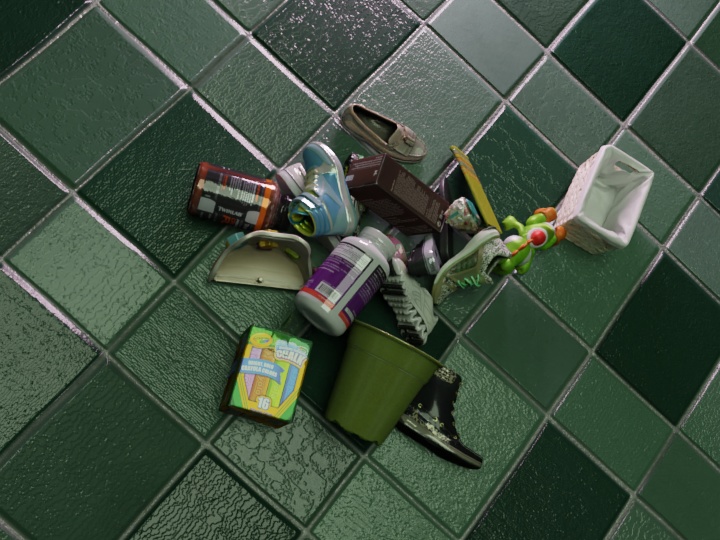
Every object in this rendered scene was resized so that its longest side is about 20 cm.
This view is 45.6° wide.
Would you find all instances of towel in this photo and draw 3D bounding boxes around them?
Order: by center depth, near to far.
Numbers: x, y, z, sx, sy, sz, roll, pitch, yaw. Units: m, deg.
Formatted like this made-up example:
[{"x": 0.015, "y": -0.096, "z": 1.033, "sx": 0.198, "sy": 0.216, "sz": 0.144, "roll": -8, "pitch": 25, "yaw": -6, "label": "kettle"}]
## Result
[{"x": 0.240, "y": -0.168, "z": 1.797, "sx": 0.018, "sy": 0.086, "sz": 0.200, "roll": -30, "pitch": 65, "yaw": 21, "label": "towel"}]

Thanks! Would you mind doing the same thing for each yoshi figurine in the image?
[{"x": 0.340, "y": -0.053, "z": 1.823, "sx": 0.112, "sy": 0.112, "sz": 0.200, "roll": 32, "pitch": 49, "yaw": 33, "label": "yoshi figurine"}]

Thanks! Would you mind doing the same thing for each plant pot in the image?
[{"x": 0.026, "y": 0.219, "z": 1.614, "sx": 0.200, "sy": 0.200, "sz": 0.190, "roll": 28, "pitch": 83, "yaw": -8, "label": "plant pot"}]

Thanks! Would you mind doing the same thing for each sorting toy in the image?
[{"x": -0.173, "y": -0.034, "z": 1.606, "sx": 0.199, "sy": 0.180, "sz": 0.107, "roll": 7, "pitch": 75, "yaw": -15, "label": "sorting toy"}]

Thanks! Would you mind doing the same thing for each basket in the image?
[{"x": 0.529, "y": -0.149, "z": 1.875, "sx": 0.135, "sy": 0.123, "sz": 0.200, "roll": 30, "pitch": 71, "yaw": -8, "label": "basket"}]

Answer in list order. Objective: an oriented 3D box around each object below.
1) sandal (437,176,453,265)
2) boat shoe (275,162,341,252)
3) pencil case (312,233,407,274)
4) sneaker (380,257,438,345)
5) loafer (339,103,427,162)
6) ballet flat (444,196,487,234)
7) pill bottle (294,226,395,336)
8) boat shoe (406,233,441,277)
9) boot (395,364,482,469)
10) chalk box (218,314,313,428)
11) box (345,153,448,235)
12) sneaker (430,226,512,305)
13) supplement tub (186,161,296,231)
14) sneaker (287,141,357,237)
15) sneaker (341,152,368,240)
[{"x": 0.164, "y": -0.107, "z": 1.783, "sx": 0.048, "sy": 0.075, "sz": 0.201, "roll": -5, "pitch": 64, "yaw": 17, "label": "sandal"}, {"x": -0.087, "y": -0.129, "z": 1.719, "sx": 0.070, "sy": 0.071, "sz": 0.200, "roll": -34, "pitch": 81, "yaw": -19, "label": "boat shoe"}, {"x": 0.000, "y": 0.000, "z": 1.703, "sx": 0.200, "sy": 0.087, "sz": 0.083, "roll": -26, "pitch": 42, "yaw": -21, "label": "pencil case"}, {"x": 0.097, "y": 0.051, "z": 1.698, "sx": 0.081, "sy": 0.075, "sz": 0.200, "roll": -41, "pitch": 124, "yaw": -30, "label": "sneaker"}, {"x": 0.053, "y": -0.288, "z": 1.800, "sx": 0.200, "sy": 0.063, "sz": 0.072, "roll": 24, "pitch": 70, "yaw": -9, "label": "loafer"}, {"x": 0.217, "y": -0.108, "z": 1.764, "sx": 0.064, "sy": 0.200, "sz": 0.076, "roll": -30, "pitch": 72, "yaw": 15, "label": "ballet flat"}, {"x": -0.023, "y": 0.017, "z": 1.590, "sx": 0.112, "sy": 0.112, "sz": 0.200, "roll": 41, "pitch": 72, "yaw": -3, "label": "pill bottle"}, {"x": 0.125, "y": -0.028, "z": 1.702, "sx": 0.056, "sy": 0.200, "sz": 0.069, "roll": -17, "pitch": 97, "yaw": 9, "label": "boat shoe"}, {"x": 0.178, "y": 0.285, "z": 1.689, "sx": 0.203, "sy": 0.073, "sz": 0.154, "roll": 33, "pitch": 67, "yaw": -8, "label": "boot"}, {"x": -0.170, "y": 0.175, "z": 1.585, "sx": 0.124, "sy": 0.125, "sz": 0.200, "roll": 18, "pitch": 71, "yaw": -12, "label": "chalk box"}, {"x": 0.072, "y": -0.147, "z": 1.702, "sx": 0.200, "sy": 0.100, "sz": 0.075, "roll": 32, "pitch": 67, "yaw": -38, "label": "box"}, {"x": 0.225, "y": 0.005, "z": 1.730, "sx": 0.200, "sy": 0.077, "sz": 0.089, "roll": -47, "pitch": 62, "yaw": 10, "label": "sneaker"}, {"x": -0.227, "y": -0.135, "z": 1.655, "sx": 0.199, "sy": 0.107, "sz": 0.107, "roll": 15, "pitch": 73, "yaw": -12, "label": "supplement tub"}, {"x": -0.094, "y": -0.153, "z": 1.637, "sx": 0.130, "sy": 0.080, "sz": 0.200, "roll": -12, "pitch": 73, "yaw": -38, "label": "sneaker"}, {"x": 0.001, "y": -0.141, "z": 1.740, "sx": 0.085, "sy": 0.078, "sz": 0.201, "roll": 14, "pitch": 72, "yaw": -13, "label": "sneaker"}]
